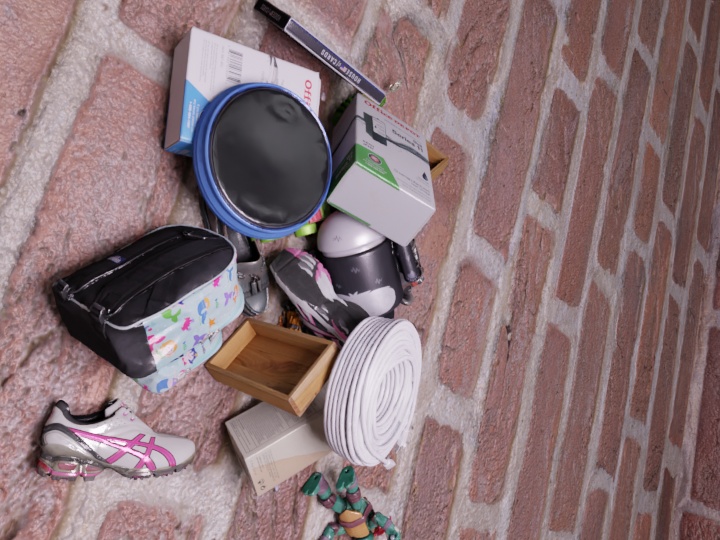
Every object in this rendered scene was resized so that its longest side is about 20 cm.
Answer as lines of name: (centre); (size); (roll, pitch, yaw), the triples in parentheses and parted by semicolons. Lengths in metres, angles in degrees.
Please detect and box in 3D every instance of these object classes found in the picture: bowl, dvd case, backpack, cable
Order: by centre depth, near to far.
backpack: (-0.242, 0.035, 0.720); (0.200, 0.174, 0.154); (-44, 140, -38)
bowl: (-0.122, -0.146, 0.774); (0.195, 0.039, 0.209); (0, 90, -35)
cable: (0.022, 0.164, 0.806); (0.199, 0.067, 0.206); (37, 69, -59)
dvd case: (-0.062, -0.340, 0.906); (0.197, 0.151, 0.025); (28, 106, -40)

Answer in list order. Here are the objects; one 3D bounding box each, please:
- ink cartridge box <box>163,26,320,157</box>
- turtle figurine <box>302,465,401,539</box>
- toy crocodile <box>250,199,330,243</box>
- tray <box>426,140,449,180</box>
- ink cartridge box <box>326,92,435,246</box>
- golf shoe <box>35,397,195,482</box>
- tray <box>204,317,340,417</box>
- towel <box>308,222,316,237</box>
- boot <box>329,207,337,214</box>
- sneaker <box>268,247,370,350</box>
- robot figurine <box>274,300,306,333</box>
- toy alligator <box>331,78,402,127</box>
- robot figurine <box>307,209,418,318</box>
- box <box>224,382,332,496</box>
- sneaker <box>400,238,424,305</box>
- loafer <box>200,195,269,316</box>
ink cartridge box: (-0.162, -0.224, 0.821); (0.195, 0.083, 0.151); (8, 84, -35)
turtle figurine: (-0.014, 0.429, 0.991); (0.146, 0.101, 0.205); (-24, 110, 3)
toy crocodile: (-0.104, -0.084, 0.881); (0.198, 0.060, 0.070); (-18, 97, -55)
tray: (0.072, -0.178, 1.041); (0.098, 0.037, 0.200); (39, 46, 9)
ink cartridge box: (0.030, -0.158, 0.886); (0.144, 0.083, 0.204); (26, 38, -22)
golf shoe: (-0.295, 0.212, 0.737); (0.196, 0.071, 0.096); (16, 78, -42)
tray: (-0.123, 0.128, 0.809); (0.099, 0.196, 0.038); (-49, 128, -29)
towel: (-0.125, -0.162, 0.926); (0.198, 0.022, 0.149); (31, 71, -39)
boot: (0.017, -0.054, 1.043); (0.196, 0.067, 0.136); (-16, 108, -36)
sneaker: (-0.070, 0.061, 0.877); (0.200, 0.087, 0.080); (47, 46, 12)
robot figurine: (-0.068, 0.133, 0.957); (0.198, 0.057, 0.149); (32, 67, -39)
toy alligator: (0.003, -0.291, 1.026); (0.054, 0.060, 0.201); (34, 60, 7)
robot figurine: (0.002, -0.001, 0.927); (0.146, 0.124, 0.206); (-21, 109, -20)
box: (-0.091, 0.231, 0.873); (0.195, 0.095, 0.080); (-24, 123, -21)
sneaker: (0.083, -0.018, 1.022); (0.077, 0.080, 0.203); (-48, 157, -36)
loafer: (-0.176, -0.024, 0.851); (0.071, 0.062, 0.206); (-31, 111, -38)
